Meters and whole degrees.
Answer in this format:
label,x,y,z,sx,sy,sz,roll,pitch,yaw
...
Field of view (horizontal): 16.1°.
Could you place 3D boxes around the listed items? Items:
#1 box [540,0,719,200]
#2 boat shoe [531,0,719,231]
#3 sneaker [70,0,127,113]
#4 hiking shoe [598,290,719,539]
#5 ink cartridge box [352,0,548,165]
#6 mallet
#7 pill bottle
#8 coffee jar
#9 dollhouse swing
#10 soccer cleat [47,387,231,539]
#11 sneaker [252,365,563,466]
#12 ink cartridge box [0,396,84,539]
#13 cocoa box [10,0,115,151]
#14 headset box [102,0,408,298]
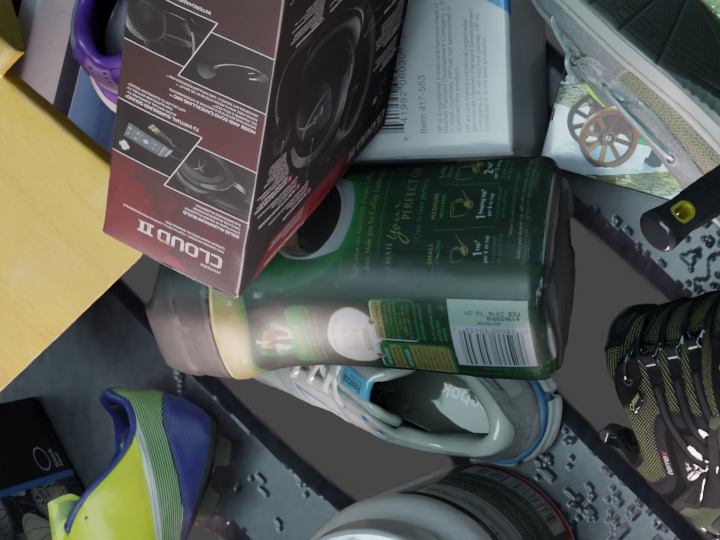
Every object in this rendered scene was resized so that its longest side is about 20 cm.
label,x,y,z,sx,sy,sz,roll,pitch,yaw
box,0.200,-0.091,1.234,0.199,0.038,0.137,16,97,16
boat shoe,0.149,-0.075,1.195,0.202,0.074,0.065,43,127,4
sneaker,-0.084,-0.167,1.207,0.080,0.088,0.201,23,95,17
hiking shoe,0.159,0.042,1.193,0.100,0.076,0.200,30,138,18
ink cartridge box,-0.012,-0.126,1.274,0.199,0.086,0.147,-1,91,18
mallet,0.181,-0.062,1.131,0.066,0.200,0.041,57,138,13
pill bottle,0.031,0.158,1.212,0.113,0.200,0.114,1,92,18
coffee jar,0.000,0.000,1.223,0.199,0.086,0.105,0,49,14
dollhouse swing,-0.223,-0.061,1.233,0.200,0.176,0.182,-43,38,15
soccer cleat,-0.130,0.155,1.299,0.083,0.065,0.201,23,71,-18
sneaker,0.001,0.044,1.278,0.199,0.087,0.075,18,100,18
ink cartridge box,-0.200,0.123,1.283,0.039,0.200,0.100,-30,84,20
cocoa box,-0.199,-0.121,1.309,0.133,0.131,0.201,17,98,16
headset box,-0.041,-0.099,1.130,0.077,0.149,0.200,26,136,13
